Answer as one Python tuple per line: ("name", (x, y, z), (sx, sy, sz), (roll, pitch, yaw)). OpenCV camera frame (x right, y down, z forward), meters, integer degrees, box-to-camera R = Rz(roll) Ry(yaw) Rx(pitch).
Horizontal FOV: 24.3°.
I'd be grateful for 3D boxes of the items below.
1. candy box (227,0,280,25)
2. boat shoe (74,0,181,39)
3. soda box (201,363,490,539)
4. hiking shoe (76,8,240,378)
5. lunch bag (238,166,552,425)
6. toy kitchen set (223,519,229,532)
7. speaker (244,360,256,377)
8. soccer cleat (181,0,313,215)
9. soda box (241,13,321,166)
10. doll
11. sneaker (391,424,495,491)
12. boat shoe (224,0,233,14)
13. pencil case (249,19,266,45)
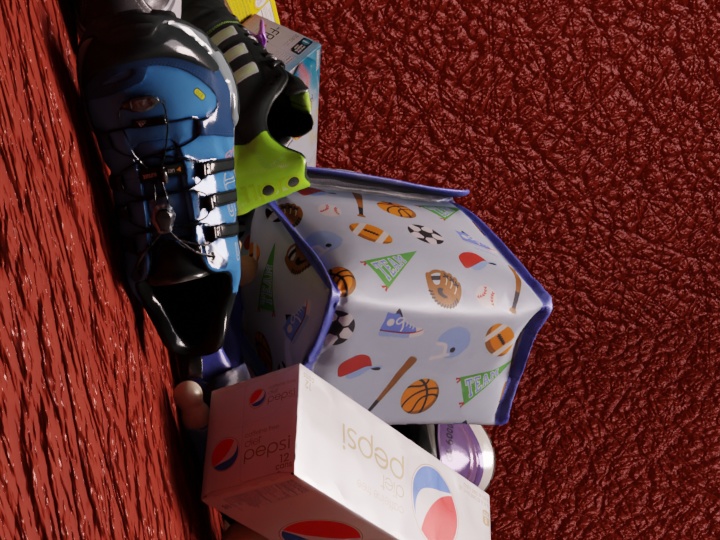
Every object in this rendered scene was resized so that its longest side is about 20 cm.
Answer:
("candy box", (-0.112, -0.200, 1.274), (0.026, 0.102, 0.200), (43, -11, 15))
("boat shoe", (-0.125, -0.190, 0.866), (0.066, 0.070, 0.200), (81, 6, -45))
("soda box", (-0.002, 0.128, 0.943), (0.200, 0.064, 0.068), (39, 43, -44))
("hiking shoe", (-0.086, -0.038, 0.806), (0.200, 0.074, 0.087), (79, -1, -52))
("lunch bag", (0.000, 0.000, 1.083), (0.200, 0.170, 0.124), (54, -50, 49))
("toy kitchen set", (0.019, 0.266, 1.067), (0.200, 0.163, 0.181), (79, -1, -55))
("speaker", (-0.062, 0.073, 1.116), (0.200, 0.081, 0.081), (-103, -179, -46))
("soccer cleat", (-0.072, -0.107, 0.990), (0.068, 0.081, 0.200), (79, 0, -46))
("soda box", (-0.078, -0.102, 1.346), (0.064, 0.068, 0.200), (-47, 154, -36))
("doll", (-0.076, 0.083, 0.962), (0.136, 0.048, 0.200), (55, 24, -68))
("sneaker", (0.010, 0.072, 1.140), (0.087, 0.076, 0.200), (11, 35, -51))
("boat shoe", (-0.118, -0.181, 1.102), (0.200, 0.072, 0.068), (79, 0, -48))
("pencil case", (-0.093, -0.086, 1.257), (0.084, 0.085, 0.200), (-94, 174, -52))
